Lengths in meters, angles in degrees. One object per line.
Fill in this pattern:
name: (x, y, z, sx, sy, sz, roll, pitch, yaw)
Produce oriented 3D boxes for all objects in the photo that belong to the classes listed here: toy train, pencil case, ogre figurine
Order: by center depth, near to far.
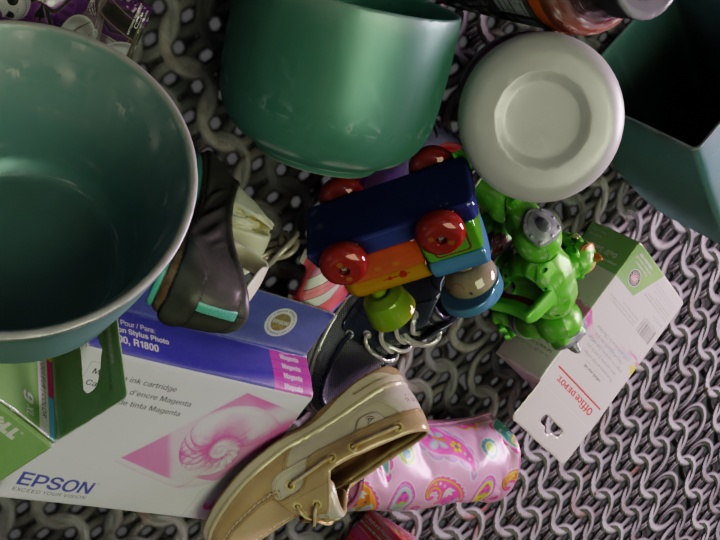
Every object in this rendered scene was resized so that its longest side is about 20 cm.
toy train: (0.000, 0.000, 0.782, 0.198, 0.085, 0.116, -18, 132, 14)
ogre figurine: (0.135, -0.003, 0.920, 0.097, 0.120, 0.203, -18, 121, -28)
pencil case: (0.049, 0.168, 0.963, 0.198, 0.087, 0.089, 6, 108, -36)

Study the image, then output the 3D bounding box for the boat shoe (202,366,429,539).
boat shoe: (-0.032, 0.161, 0.839, 0.199, 0.069, 0.074, -41, 153, 1)

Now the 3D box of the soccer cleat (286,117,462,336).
soccer cleat: (0.006, -0.033, 0.837, 0.076, 0.067, 0.202, 26, 91, -4)

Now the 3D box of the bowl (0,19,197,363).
bowl: (-0.194, -0.030, 0.611, 0.199, 0.202, 0.105, -24, 159, -25)

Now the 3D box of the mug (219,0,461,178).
mug: (-0.006, -0.131, 0.737, 0.183, 0.152, 0.116, 0, 114, -36)

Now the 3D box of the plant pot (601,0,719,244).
plant pot: (0.310, -0.122, 0.982, 0.141, 0.141, 0.200, -46, 137, -8)

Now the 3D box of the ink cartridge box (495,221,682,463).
ink cartridge box: (0.209, 0.071, 1.042, 0.201, 0.067, 0.117, -52, 131, -5)

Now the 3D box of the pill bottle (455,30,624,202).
pill bottle: (0.126, -0.119, 0.804, 0.111, 0.200, 0.114, 1, 102, 4)

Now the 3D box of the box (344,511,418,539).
box: (0.056, 0.315, 0.959, 0.100, 0.199, 0.095, -51, 132, -4)

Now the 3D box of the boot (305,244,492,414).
boot: (0.024, 0.042, 0.880, 0.072, 0.090, 0.202, 26, 95, -40)

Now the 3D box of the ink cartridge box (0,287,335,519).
ink cartridge box: (-0.136, 0.095, 0.786, 0.195, 0.043, 0.201, 17, 119, -39)

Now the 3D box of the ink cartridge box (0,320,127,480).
ink cartridge box: (-0.241, 0.079, 0.657, 0.199, 0.104, 0.059, -33, 130, 8)

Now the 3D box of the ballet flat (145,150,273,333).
ballet flat: (-0.094, -0.015, 0.700, 0.068, 0.201, 0.068, 22, 115, -14)

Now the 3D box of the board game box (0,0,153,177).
board game box: (-0.223, -0.099, 0.679, 0.119, 0.032, 0.202, 21, 98, -36)

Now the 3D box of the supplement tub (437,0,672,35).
supplement tub: (0.130, -0.224, 0.757, 0.106, 0.199, 0.108, -15, 117, -31)
